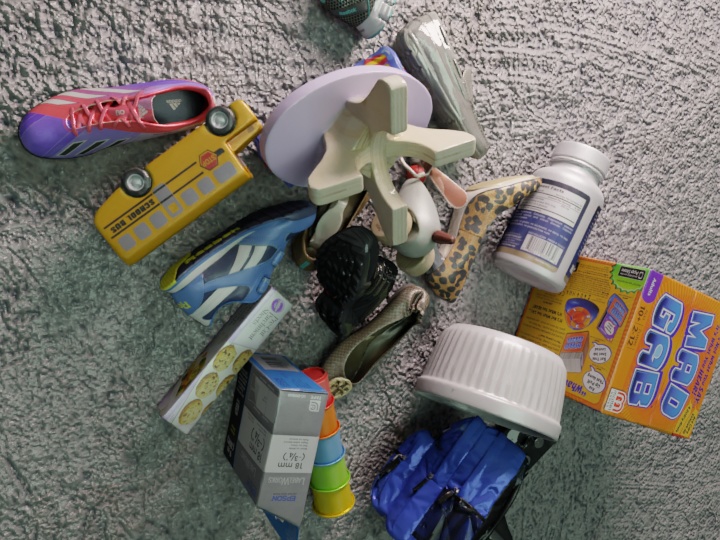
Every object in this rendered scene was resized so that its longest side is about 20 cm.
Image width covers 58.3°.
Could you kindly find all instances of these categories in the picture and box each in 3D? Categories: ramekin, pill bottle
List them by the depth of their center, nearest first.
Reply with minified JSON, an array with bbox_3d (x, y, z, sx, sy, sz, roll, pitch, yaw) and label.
[{"bbox_3d":[0.183,0.148,0.881,0.200,0.200,0.105,27,77,-28],"label":"ramekin"},{"bbox_3d":[0.280,-0.079,0.931,0.111,0.111,0.201,29,86,-28],"label":"pill bottle"}]

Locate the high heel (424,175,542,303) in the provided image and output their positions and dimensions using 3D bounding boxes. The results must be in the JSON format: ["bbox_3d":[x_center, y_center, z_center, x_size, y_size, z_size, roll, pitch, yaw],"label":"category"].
[{"bbox_3d":[0.174,-0.046,0.900,0.199,0.071,0.143,-20,102,-5],"label":"high heel"}]

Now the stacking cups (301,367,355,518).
[{"bbox_3d":[-0.052,0.222,0.841,0.060,0.060,0.201,-17,109,-23],"label":"stacking cups"}]

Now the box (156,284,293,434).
[{"bbox_3d":[-0.163,0.103,0.780,0.200,0.039,0.041,-50,118,-11],"label":"box"}]

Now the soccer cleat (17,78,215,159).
[{"bbox_3d":[-0.248,-0.162,0.669,0.199,0.073,0.069,-18,107,-23],"label":"soccer cleat"}]

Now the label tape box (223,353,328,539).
[{"bbox_3d":[-0.111,0.215,0.767,0.063,0.144,0.201,9,95,-28],"label":"label tape box"}]

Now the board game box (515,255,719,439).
[{"bbox_3d":[0.380,0.104,0.964,0.199,0.200,0.201,20,90,-28],"label":"board game box"}]

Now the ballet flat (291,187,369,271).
[{"bbox_3d":[-0.024,-0.090,0.794,0.068,0.072,0.200,31,85,-11],"label":"ballet flat"}]

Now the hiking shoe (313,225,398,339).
[{"bbox_3d":[0.000,0.000,0.788,0.101,0.200,0.076,-36,71,-28],"label":"hiking shoe"}]

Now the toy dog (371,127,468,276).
[{"bbox_3d":[0.088,-0.093,0.806,0.132,0.096,0.201,13,80,-55],"label":"toy dog"}]

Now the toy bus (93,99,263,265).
[{"bbox_3d":[-0.186,-0.097,0.687,0.200,0.065,0.078,-36,100,0],"label":"toy bus"}]

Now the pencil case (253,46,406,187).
[{"bbox_3d":[-0.028,-0.177,0.753,0.200,0.087,0.078,-33,70,-2],"label":"pencil case"}]

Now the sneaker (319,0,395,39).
[{"bbox_3d":[0.008,-0.385,0.761,0.091,0.078,0.201,14,91,-24],"label":"sneaker"}]

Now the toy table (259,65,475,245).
[{"bbox_3d":[0.010,-0.128,0.673,0.200,0.117,0.184,-29,136,-11],"label":"toy table"}]

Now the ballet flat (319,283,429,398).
[{"bbox_3d":[0.019,0.100,0.855,0.200,0.046,0.067,-44,137,-6],"label":"ballet flat"}]

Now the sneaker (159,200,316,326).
[{"bbox_3d":[-0.131,-0.012,0.759,0.200,0.074,0.082,-34,111,-8],"label":"sneaker"}]

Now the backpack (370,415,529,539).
[{"bbox_3d":[0.123,0.291,0.882,0.168,0.163,0.200,41,82,12],"label":"backpack"}]

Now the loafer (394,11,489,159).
[{"bbox_3d":[0.121,-0.239,0.845,0.070,0.070,0.200,-37,113,-7],"label":"loafer"}]

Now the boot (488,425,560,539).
[{"bbox_3d":[0.242,0.325,1.018,0.200,0.066,0.165,-48,118,-17],"label":"boot"}]
